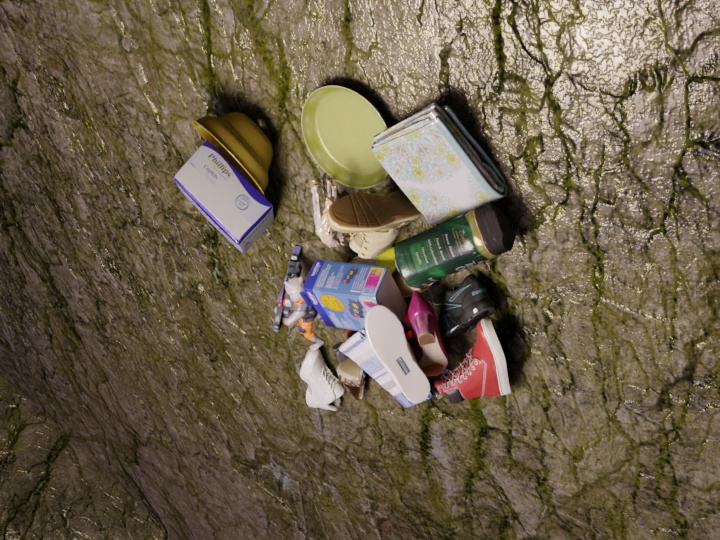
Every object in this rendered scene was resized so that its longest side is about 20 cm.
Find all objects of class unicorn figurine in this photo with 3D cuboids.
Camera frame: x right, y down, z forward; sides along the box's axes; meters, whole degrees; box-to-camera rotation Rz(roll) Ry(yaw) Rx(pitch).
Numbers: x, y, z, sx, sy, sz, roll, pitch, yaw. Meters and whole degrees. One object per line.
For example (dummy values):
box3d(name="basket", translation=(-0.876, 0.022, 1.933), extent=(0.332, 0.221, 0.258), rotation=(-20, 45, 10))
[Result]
box3d(name="unicorn figurine", translation=(-0.061, -0.101, 1.518), extent=(0.072, 0.200, 0.140), rotation=(-3, 103, 12))

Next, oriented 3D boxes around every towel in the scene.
box3d(name="towel", translation=(0.130, -0.176, 1.359), extent=(0.170, 0.048, 0.200), rotation=(-17, 122, 47))
box3d(name="towel", translation=(0.048, 0.203, 1.637), extent=(0.200, 0.024, 0.147), rotation=(43, 153, -4))

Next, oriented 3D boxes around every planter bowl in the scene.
box3d(name="planter bowl", translation=(-0.229, -0.245, 1.570), extent=(0.200, 0.083, 0.201), rotation=(44, 172, 7))

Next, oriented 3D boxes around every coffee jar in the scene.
box3d(name="coffee jar", translation=(0.162, -0.042, 1.375), extent=(0.197, 0.104, 0.087), rotation=(-24, 79, 23))

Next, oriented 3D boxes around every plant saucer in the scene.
box3d(name="plant saucer", translation=(-0.020, -0.245, 1.460), extent=(0.197, 0.031, 0.203), rotation=(22, 135, 24))

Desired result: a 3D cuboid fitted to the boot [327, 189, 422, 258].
box3d(name="boot", translation=(0.006, -0.077, 1.464), extent=(0.156, 0.197, 0.074), rotation=(-48, 62, 52))

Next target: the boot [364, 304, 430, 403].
box3d(name="boot", translation=(0.059, 0.154, 1.519), extent=(0.203, 0.072, 0.090), rotation=(64, 170, -9))

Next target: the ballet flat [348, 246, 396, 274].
box3d(name="ballet flat", translation=(0.000, 0.000, 1.609), extent=(0.066, 0.068, 0.199), rotation=(13, 156, -32))

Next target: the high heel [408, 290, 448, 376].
box3d(name="high heel", translation=(0.124, 0.127, 1.549), extent=(0.066, 0.097, 0.201), rotation=(-14, 145, 9))

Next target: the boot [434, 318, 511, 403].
box3d(name="boot", translation=(0.204, 0.179, 1.530), extent=(0.141, 0.073, 0.202), rotation=(-12, 132, 6))

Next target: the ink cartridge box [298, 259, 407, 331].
box3d(name="ink cartridge box", translation=(-0.022, 0.052, 1.583), extent=(0.197, 0.077, 0.137), rotation=(8, 147, 31))

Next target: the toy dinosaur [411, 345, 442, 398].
box3d(name="toy dinosaur", translation=(0.097, 0.188, 1.672), extent=(0.199, 0.077, 0.103), rotation=(41, 129, 3))

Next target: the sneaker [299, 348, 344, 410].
box3d(name="sneaker", translation=(-0.082, 0.258, 1.910), extent=(0.098, 0.078, 0.202), rotation=(14, 141, 22))

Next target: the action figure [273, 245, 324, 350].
box3d(name="action figure", translation=(-0.112, 0.053, 1.710), extent=(0.102, 0.204, 0.194), rotation=(3, 156, 17))

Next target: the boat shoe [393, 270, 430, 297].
box3d(name="boat shoe", translation=(0.110, 0.008, 1.525), extent=(0.072, 0.076, 0.200), rotation=(43, 141, -2))

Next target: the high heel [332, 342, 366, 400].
box3d(name="high heel", translation=(-0.003, 0.253, 1.782), extent=(0.200, 0.070, 0.145), rotation=(-133, 19, -70))

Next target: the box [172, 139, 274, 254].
box3d(name="box", translation=(-0.272, -0.142, 1.636), extent=(0.184, 0.105, 0.200), rotation=(44, 172, 0))

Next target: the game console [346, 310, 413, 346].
box3d(name="game console", translation=(0.071, 0.153, 1.722), extent=(0.176, 0.031, 0.200), rotation=(41, 141, -5))

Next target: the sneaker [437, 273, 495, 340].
box3d(name="sneaker", translation=(0.189, 0.075, 1.537), extent=(0.200, 0.074, 0.081), rotation=(-48, 60, 55))
